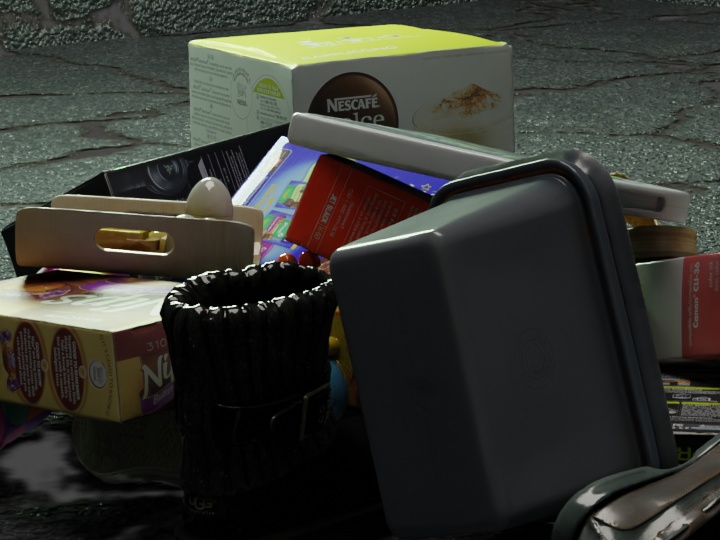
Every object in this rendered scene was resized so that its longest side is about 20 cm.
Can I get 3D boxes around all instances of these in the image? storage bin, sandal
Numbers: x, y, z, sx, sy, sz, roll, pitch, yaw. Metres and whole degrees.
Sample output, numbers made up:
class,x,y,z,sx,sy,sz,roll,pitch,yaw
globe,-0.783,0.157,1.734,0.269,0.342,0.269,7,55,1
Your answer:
class,x,y,z,sx,sy,sz,roll,pitch,yaw
storage bin,0.060,0.049,1.361,0.145,0.201,0.134,-10,3,41
sandal,0.178,-0.032,1.711,0.077,0.070,0.212,2,-6,-11

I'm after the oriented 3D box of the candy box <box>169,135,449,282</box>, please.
class,x,y,z,sx,sy,sz,roll,pitch,yaw
candy box,0.000,0.000,1.720,0.199,0.077,0.169,11,43,26

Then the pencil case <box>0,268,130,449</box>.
class,x,y,z,sx,sy,sz,roll,pitch,yaw
pencil case,-0.215,0.051,1.635,0.088,0.089,0.200,3,22,22

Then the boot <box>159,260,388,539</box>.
class,x,y,z,sx,sy,sz,roll,pitch,yaw
boot,-0.030,0.069,1.398,0.079,0.159,0.211,5,13,30

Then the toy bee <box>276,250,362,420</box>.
class,x,y,z,sx,sy,sz,roll,pitch,yaw
toy bee,-0.022,0.041,1.545,0.199,0.109,0.131,-8,1,30

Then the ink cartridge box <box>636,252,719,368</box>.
class,x,y,z,sx,sy,sz,roll,pitch,yaw
ink cartridge box,0.211,0.031,1.645,0.116,0.068,0.200,6,-8,-34

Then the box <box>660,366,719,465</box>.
class,x,y,z,sx,sy,sz,roll,pitch,yaw
box,0.162,0.096,1.532,0.199,0.045,0.160,1,11,10

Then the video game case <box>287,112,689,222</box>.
class,x,y,z,sx,sy,sz,roll,pitch,yaw
video game case,0.082,-0.063,1.573,0.199,0.024,0.182,14,4,26

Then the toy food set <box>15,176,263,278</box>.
class,x,y,z,sx,sy,sz,roll,pitch,yaw
toy food set,-0.134,-0.030,1.598,0.143,0.061,0.200,4,3,-1

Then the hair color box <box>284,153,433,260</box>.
class,x,y,z,sx,sy,sz,roll,pitch,yaw
hair color box,0.058,-0.006,1.576,0.199,0.062,0.102,24,4,3

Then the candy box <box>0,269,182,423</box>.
class,x,y,z,sx,sy,sz,roll,pitch,yaw
candy box,-0.157,0.041,1.465,0.116,0.057,0.199,-13,12,-42

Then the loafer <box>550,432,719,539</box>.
class,x,y,z,sx,sy,sz,roll,pitch,yaw
loafer,0.192,0.129,1.350,0.199,0.072,0.063,-17,38,-33

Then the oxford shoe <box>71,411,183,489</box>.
class,x,y,z,sx,sy,sz,roll,pitch,yaw
oxford shoe,-0.113,0.097,1.513,0.058,0.076,0.200,19,-8,-33

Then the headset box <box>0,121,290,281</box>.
class,x,y,z,sx,sy,sz,roll,pitch,yaw
headset box,-0.144,-0.028,1.878,0.199,0.093,0.174,-18,-2,-35

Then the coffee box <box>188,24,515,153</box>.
class,x,y,z,sx,sy,sz,roll,pitch,yaw
coffee box,-0.008,-0.090,2.066,0.199,0.199,0.200,-8,13,-27
